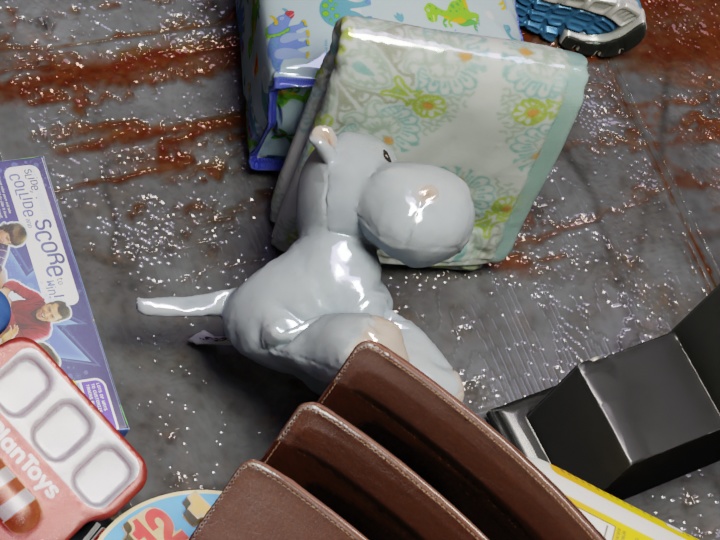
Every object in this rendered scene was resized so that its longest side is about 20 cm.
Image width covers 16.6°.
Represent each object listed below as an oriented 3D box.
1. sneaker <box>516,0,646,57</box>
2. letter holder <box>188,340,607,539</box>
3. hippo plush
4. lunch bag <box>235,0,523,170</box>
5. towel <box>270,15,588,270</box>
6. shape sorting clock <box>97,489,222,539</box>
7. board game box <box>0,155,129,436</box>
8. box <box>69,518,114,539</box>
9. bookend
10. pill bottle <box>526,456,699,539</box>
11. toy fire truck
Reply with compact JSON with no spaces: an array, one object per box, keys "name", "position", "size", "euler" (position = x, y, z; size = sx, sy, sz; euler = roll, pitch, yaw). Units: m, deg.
[{"name":"sneaker","position":[0.120,-0.228,1.848],"size":[0.199,0.075,0.087],"euler":[19,48,-20]},{"name":"letter holder","position":[0.028,0.158,1.430],"size":[0.200,0.142,0.101],"euler":[41,34,9]},{"name":"hippo plush","position":[0.000,0.000,1.582],"size":[0.199,0.159,0.161],"euler":[18,81,31]},{"name":"lunch bag","position":[0.018,-0.159,1.721],"size":[0.199,0.128,0.171],"euler":[0,59,-13]},{"name":"towel","position":[0.042,-0.079,1.642],"size":[0.170,0.200,0.048],"euler":[5,46,-18]},{"name":"shape sorting clock","position":[-0.070,0.210,1.448],"size":[0.199,0.039,0.200],"euler":[14,42,-13]},{"name":"board game box","position":[-0.238,0.028,1.558],"size":[0.135,0.034,0.201],"euler":[-8,65,-26]},{"name":"box","position":[-0.153,0.255,1.440],"size":[0.159,0.046,0.200],"euler":[37,47,1]},{"name":"bookend","position":[0.219,0.065,1.626],"size":[0.199,0.199,0.092],"euler":[-18,71,-29]},{"name":"pill bottle","position":[0.125,0.187,1.568],"size":[0.199,0.113,0.113],"euler":[27,54,-6]},{"name":"toy fire truck","position":[-0.244,0.099,1.435],"size":[0.168,0.112,0.200],"euler":[-42,92,-21]}]
